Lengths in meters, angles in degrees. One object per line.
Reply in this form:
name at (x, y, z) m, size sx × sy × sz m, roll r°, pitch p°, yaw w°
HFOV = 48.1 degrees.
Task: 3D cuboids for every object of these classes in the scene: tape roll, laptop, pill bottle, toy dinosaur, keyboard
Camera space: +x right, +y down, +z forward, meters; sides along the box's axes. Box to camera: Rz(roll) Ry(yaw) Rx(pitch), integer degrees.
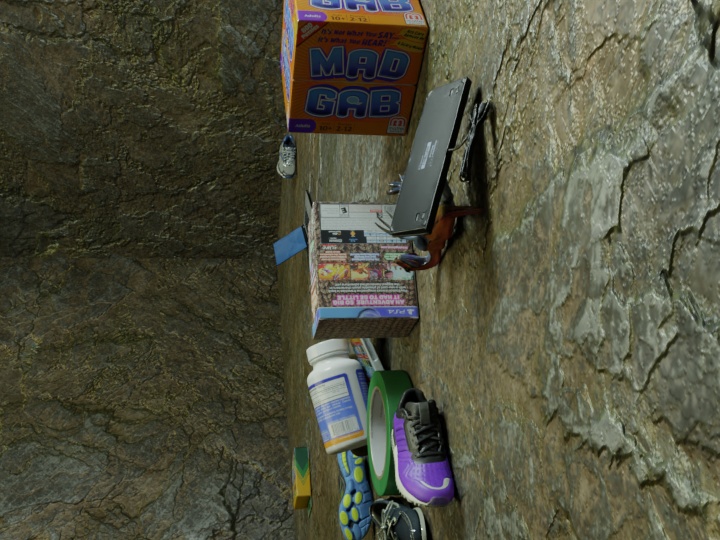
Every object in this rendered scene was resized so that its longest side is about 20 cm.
tape roll at (0.050, 0.266, 1.331) m, size 0.200 × 0.047 × 0.203 m, roll 180°, pitch 90°, yaw -80°
laptop at (-0.226, -0.144, 2.686) m, size 0.188 × 0.114 × 0.203 m, roll -113°, pitch 25°, yaw -64°
pill bottle at (-0.038, 0.237, 1.534) m, size 0.112 × 0.111 × 0.202 m, roll 118°, pitch 137°, yaw -68°
toy dinosaur at (0.084, -0.047, 1.059) m, size 0.201 × 0.104 × 0.183 m, roll -121°, pitch 10°, yaw -48°
keyboard at (0.099, -0.135, 0.946) m, size 0.126 × 0.020 × 0.202 m, roll -6°, pitch 64°, yaw 55°

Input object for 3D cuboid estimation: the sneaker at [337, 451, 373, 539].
sneaker at (-0.010, 0.454, 1.641) m, size 0.083 × 0.070 × 0.201 m, roll 81°, pitch -178°, yaw -51°

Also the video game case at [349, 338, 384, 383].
video game case at (-0.006, 0.122, 1.499) m, size 0.202 × 0.017 × 0.143 m, roll 66°, pitch 169°, yaw 0°

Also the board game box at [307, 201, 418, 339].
board game box at (0.000, 0.000, 1.304) m, size 0.097 × 0.157 × 0.203 m, roll 112°, pitch 157°, yaw -66°

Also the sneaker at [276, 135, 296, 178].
sneaker at (-0.286, -0.447, 3.148) m, size 0.086 × 0.076 × 0.202 m, roll 110°, pitch 158°, yaw -51°

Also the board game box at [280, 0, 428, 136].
board game box at (-0.021, -0.361, 1.305) m, size 0.201 × 0.197 × 0.202 m, roll 101°, pitch 164°, yaw -46°

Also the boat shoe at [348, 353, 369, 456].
boat shoe at (-0.014, 0.272, 1.623) m, size 0.066 × 0.071 × 0.204 m, roll 133°, pitch 132°, yaw -68°

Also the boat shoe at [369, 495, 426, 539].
boat shoe at (0.057, 0.391, 1.247) m, size 0.200 × 0.061 × 0.076 m, roll -168°, pitch 80°, yaw -79°

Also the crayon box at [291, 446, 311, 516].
crayon box at (-0.198, 0.708, 2.694) m, size 0.126 × 0.051 × 0.202 m, roll 104°, pitch 162°, yaw -53°

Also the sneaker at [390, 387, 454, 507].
sneaker at (0.081, 0.230, 1.096) m, size 0.201 × 0.069 × 0.101 m, roll -113°, pitch 27°, yaw -64°
